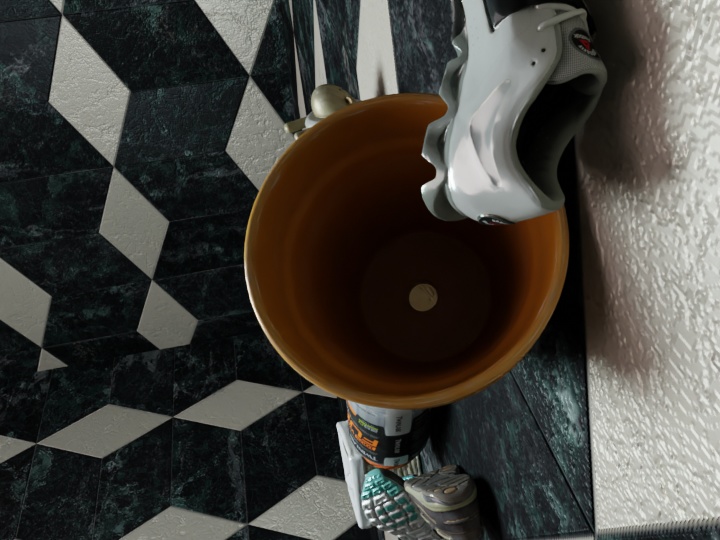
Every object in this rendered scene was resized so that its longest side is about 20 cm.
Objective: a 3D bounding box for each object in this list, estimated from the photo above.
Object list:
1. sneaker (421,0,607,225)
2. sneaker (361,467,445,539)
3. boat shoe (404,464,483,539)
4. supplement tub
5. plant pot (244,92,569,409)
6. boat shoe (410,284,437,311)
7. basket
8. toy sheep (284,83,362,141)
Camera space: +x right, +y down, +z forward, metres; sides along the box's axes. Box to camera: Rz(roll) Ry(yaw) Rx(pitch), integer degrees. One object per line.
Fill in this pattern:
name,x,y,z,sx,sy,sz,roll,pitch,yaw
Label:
sneaker,0.092,-0.122,0.331,0.088,0.074,0.201,13,100,51
sneaker,0.063,0.320,0.892,0.200,0.077,0.091,53,-158,-34
boat shoe,0.098,0.282,0.764,0.200,0.074,0.074,88,166,-79
supplement tub,0.041,0.193,0.899,0.200,0.122,0.123,88,170,-48
plant pot,0.041,0.004,0.474,0.183,0.200,0.201,51,-154,-71
boat shoe,0.021,-0.032,0.704,0.072,0.200,0.072,-51,-7,-47
basket,0.035,0.356,1.166,0.200,0.123,0.136,-153,54,-80
toy sheep,-0.027,-0.172,0.924,0.138,0.137,0.200,-110,5,-56
